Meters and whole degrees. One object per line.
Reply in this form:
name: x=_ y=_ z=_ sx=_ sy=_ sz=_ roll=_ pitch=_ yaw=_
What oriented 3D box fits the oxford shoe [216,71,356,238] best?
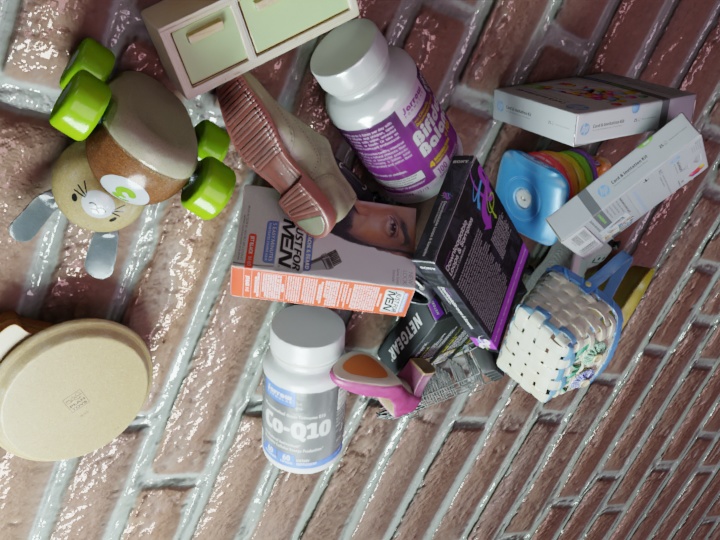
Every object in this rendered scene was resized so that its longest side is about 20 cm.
oxford shoe: x=-0.079 y=-0.134 z=0.851 sx=0.075 sy=0.070 sz=0.202 roll=-41 pitch=104 yaw=-37

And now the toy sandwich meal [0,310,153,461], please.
toy sandwich meal: x=-0.330 y=0.123 z=0.884 sx=0.203 sy=0.070 sz=0.208 roll=-21 pitch=130 yaw=-27

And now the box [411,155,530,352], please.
box: x=0.136 y=-0.016 z=0.937 sx=0.200 sy=0.036 sz=0.145 roll=51 pitch=54 yaw=-45

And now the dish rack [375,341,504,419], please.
dish rack: x=0.115 y=0.166 z=1.172 sx=0.197 sy=0.055 sz=0.153 roll=-24 pitch=161 yaw=10

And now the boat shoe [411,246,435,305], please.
boat shoe: x=0.000 y=0.000 z=0.966 sx=0.196 sy=0.064 sz=0.073 roll=8 pitch=154 yaw=-4

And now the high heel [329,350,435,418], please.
high heel: x=0.015 y=0.157 z=1.024 sx=0.199 sy=0.067 sz=0.097 roll=3 pitch=125 yaw=-55

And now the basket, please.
basket: x=0.289 y=0.077 z=1.098 sx=0.199 sy=0.138 sz=0.178 roll=-36 pitch=149 yaw=-34

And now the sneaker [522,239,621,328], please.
sneaker: x=0.327 y=0.005 z=1.221 sx=0.117 sy=0.073 sz=0.203 roll=20 pitch=97 yaw=-45

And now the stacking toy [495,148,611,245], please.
stacking toy: x=0.290 y=-0.127 z=1.118 sx=0.198 sy=0.116 sz=0.111 roll=-22 pitch=134 yaw=-34

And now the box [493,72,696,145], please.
box: x=0.291 y=-0.207 z=1.006 sx=0.197 sy=0.156 sz=0.042 roll=-14 pitch=118 yaw=-25

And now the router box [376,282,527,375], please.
router box: x=0.121 y=0.073 z=1.097 sx=0.147 sy=0.052 sz=0.201 roll=-16 pitch=157 yaw=-25

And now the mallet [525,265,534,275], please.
mallet: x=0.181 y=-0.004 z=1.163 sx=0.198 sy=0.065 sz=0.042 roll=0 pitch=100 yaw=-51

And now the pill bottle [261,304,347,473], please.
pill bottle: x=-0.072 y=0.153 z=1.040 sx=0.112 sy=0.114 sz=0.203 roll=-13 pitch=125 yaw=-26

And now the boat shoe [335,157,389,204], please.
boat shoe: x=0.007 y=-0.071 z=0.984 sx=0.199 sy=0.069 sz=0.067 roll=36 pitch=61 yaw=-39

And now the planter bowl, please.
planter bowl: x=0.385 y=0.060 z=1.284 sx=0.200 sy=0.083 sz=0.202 roll=-45 pitch=155 yaw=-27

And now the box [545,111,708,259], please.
box: x=0.339 y=-0.099 z=1.007 sx=0.199 sy=0.042 sz=0.155 roll=-39 pitch=158 yaw=18

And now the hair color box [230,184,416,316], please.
hair color box: x=-0.039 y=-0.022 z=0.888 sx=0.196 sy=0.112 sz=0.064 roll=7 pitch=146 yaw=-7

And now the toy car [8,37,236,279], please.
toy car: x=-0.243 y=-0.080 z=0.761 sx=0.163 sy=0.159 sz=0.200 roll=32 pitch=111 yaw=-30

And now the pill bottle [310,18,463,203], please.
pill bottle: x=0.029 y=-0.176 z=0.891 sx=0.112 sy=0.112 sz=0.200 roll=-43 pitch=134 yaw=-1

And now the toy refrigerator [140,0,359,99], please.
toy refrigerator: x=-0.104 y=-0.251 z=0.782 sx=0.198 sy=0.070 sz=0.077 roll=-30 pitch=132 yaw=-13
